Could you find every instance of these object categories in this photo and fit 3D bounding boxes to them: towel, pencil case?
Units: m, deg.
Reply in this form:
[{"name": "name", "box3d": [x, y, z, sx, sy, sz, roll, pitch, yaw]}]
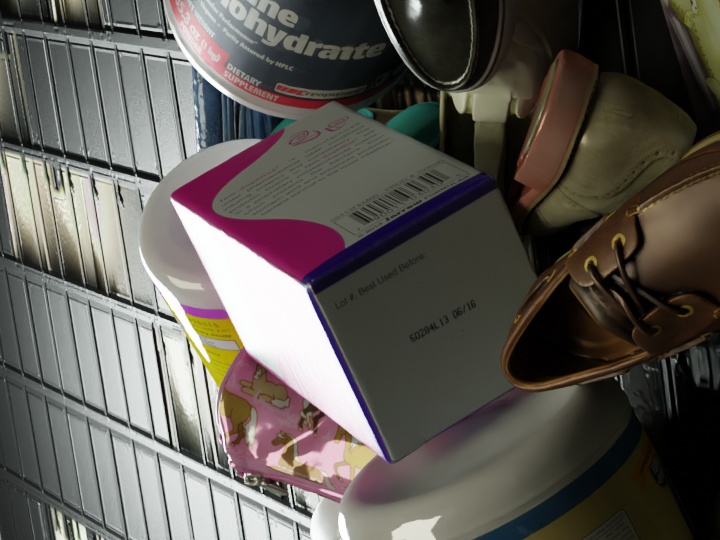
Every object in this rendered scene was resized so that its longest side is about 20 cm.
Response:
[{"name": "towel", "box3d": [-0.060, -0.061, 1.639, 0.112, 0.048, 0.201, -63, -28, -66]}, {"name": "pencil case", "box3d": [0.026, 0.090, 1.420, 0.199, 0.083, 0.087, 16, 107, 29]}]

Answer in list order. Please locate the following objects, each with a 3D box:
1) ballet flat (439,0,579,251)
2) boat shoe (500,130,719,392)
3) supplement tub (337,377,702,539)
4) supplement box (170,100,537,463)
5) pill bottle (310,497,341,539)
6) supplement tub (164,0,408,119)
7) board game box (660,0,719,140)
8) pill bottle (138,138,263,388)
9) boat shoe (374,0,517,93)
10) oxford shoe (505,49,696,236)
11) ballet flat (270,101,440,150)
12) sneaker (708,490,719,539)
[{"name": "ballet flat", "box3d": [0.066, -0.074, 1.352, 0.070, 0.069, 0.201, 52, 150, 44]}, {"name": "boat shoe", "box3d": [0.124, 0.004, 1.172, 0.072, 0.068, 0.200, 52, 146, 1]}, {"name": "supplement tub", "box3d": [0.094, 0.159, 1.280, 0.200, 0.144, 0.145, 61, 159, -12]}, {"name": "supplement box", "box3d": [0.000, 0.000, 1.339, 0.104, 0.101, 0.200, 65, 167, -23]}, {"name": "pill bottle", "box3d": [0.055, 0.189, 1.459, 0.200, 0.119, 0.120, 56, 149, 39]}, {"name": "supplement tub", "box3d": [-0.012, -0.177, 1.392, 0.141, 0.140, 0.200, 68, 155, 20]}, {"name": "board game box", "box3d": [0.168, -0.102, 1.167, 0.120, 0.032, 0.201, -28, 76, 62]}, {"name": "pill bottle", "box3d": [-0.041, 0.026, 1.547, 0.104, 0.104, 0.200, 55, 175, 41]}, {"name": "boat shoe", "box3d": [0.022, -0.157, 1.241, 0.068, 0.057, 0.201, 4, 128, 22]}, {"name": "oxford shoe", "box3d": [0.108, -0.044, 1.267, 0.200, 0.074, 0.071, 80, -152, -85]}, {"name": "ballet flat", "box3d": [0.017, -0.053, 1.510, 0.065, 0.070, 0.200, 56, 166, -19]}, {"name": "sneaker", "box3d": [0.183, 0.162, 1.190, 0.200, 0.090, 0.067, 53, 148, 44]}]
